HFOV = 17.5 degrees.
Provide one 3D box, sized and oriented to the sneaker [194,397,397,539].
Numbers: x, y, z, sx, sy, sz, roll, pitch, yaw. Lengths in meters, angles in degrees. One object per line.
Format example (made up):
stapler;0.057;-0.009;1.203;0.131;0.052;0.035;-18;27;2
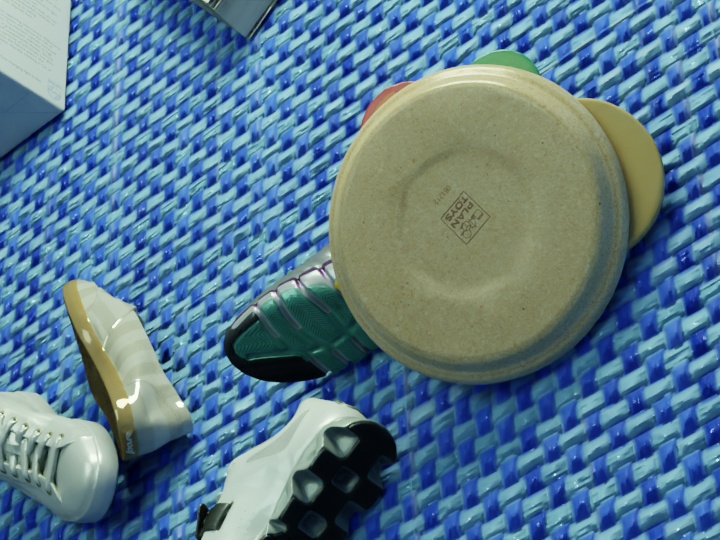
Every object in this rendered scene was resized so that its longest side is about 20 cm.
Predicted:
sneaker;-0.065;0.165;1.460;0.200;0.074;0.088;-49;34;-7

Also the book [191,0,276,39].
book;-0.103;-0.276;1.887;0.134;0.048;0.200;-51;33;-1

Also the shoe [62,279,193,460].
shoe;-0.169;0.067;1.679;0.053;0.070;0.200;-18;36;-11

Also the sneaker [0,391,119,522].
sneaker;-0.242;0.132;1.670;0.200;0.085;0.073;18;97;57

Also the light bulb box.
light bulb box;-0.361;-0.192;2.050;0.198;0.125;0.200;-32;42;30

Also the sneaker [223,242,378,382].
sneaker;0.000;0.000;1.526;0.200;0.074;0.088;-28;32;17

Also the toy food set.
toy food set;0.071;-0.032;1.415;0.198;0.049;0.200;28;98;22
